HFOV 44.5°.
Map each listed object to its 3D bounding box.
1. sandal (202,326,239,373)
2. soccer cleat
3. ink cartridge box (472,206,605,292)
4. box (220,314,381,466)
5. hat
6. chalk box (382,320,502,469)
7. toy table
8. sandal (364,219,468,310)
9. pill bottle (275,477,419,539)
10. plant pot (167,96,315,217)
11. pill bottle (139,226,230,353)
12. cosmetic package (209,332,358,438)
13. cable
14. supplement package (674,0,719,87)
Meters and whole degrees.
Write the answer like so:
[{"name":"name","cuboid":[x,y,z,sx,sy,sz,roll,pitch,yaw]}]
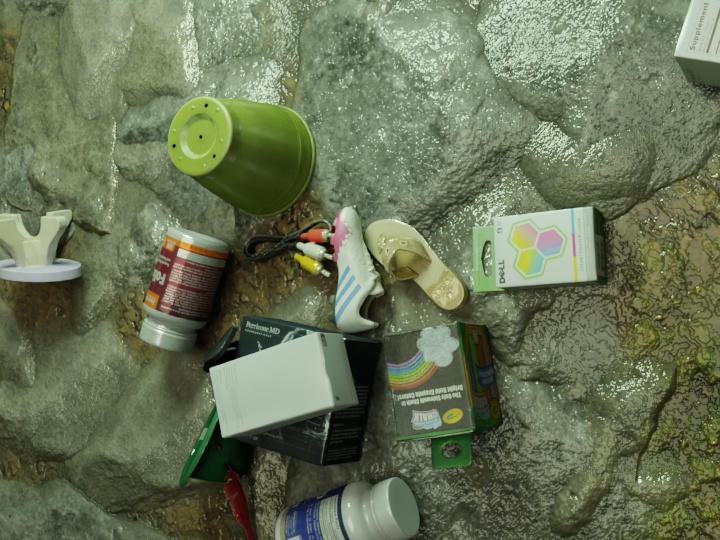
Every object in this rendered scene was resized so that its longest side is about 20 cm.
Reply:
[{"name":"sandal","cuboid":[-0.223,0.141,1.455,0.045,0.200,0.075,39,71,-2]},{"name":"soccer cleat","cuboid":[0.000,0.000,1.399,0.086,0.070,0.200,2,91,22]},{"name":"ink cartridge box","cuboid":[0.246,-0.027,1.266,0.200,0.059,0.104,-5,82,28]},{"name":"box","cuboid":[-0.094,0.187,1.394,0.200,0.124,0.197,10,87,29]},{"name":"hat","cuboid":[-0.193,0.325,1.474,0.176,0.166,0.200,27,118,-8]},{"name":"chalk box","cuboid":[0.123,0.183,1.275,0.125,0.124,0.200,-12,80,26]},{"name":"toy table","cuboid":[-0.627,-0.049,1.695,0.200,0.184,0.117,2,102,21]},{"name":"sandal","cuboid":[0.073,-0.017,1.353,0.212,0.070,0.078,41,104,26]},{"name":"pill bottle","cuboid":[-0.017,0.387,1.329,0.200,0.120,0.120,-26,73,23]},{"name":"plant pot","cuboid":[-0.209,-0.202,1.459,0.200,0.193,0.201,-3,83,28]},{"name":"pill bottle","cuboid":[-0.310,0.034,1.532,0.114,0.114,0.200,20,93,29]},{"name":"cosmetic package","cuboid":[-0.114,0.170,1.292,0.200,0.081,0.113,-18,76,24]},{"name":"cable","cuboid":[-0.118,-0.049,1.473,0.200,0.050,0.097,10,86,28]},{"name":"supplement package","cuboid":[0.521,-0.293,1.113,0.200,0.117,0.117,18,93,30]}]
